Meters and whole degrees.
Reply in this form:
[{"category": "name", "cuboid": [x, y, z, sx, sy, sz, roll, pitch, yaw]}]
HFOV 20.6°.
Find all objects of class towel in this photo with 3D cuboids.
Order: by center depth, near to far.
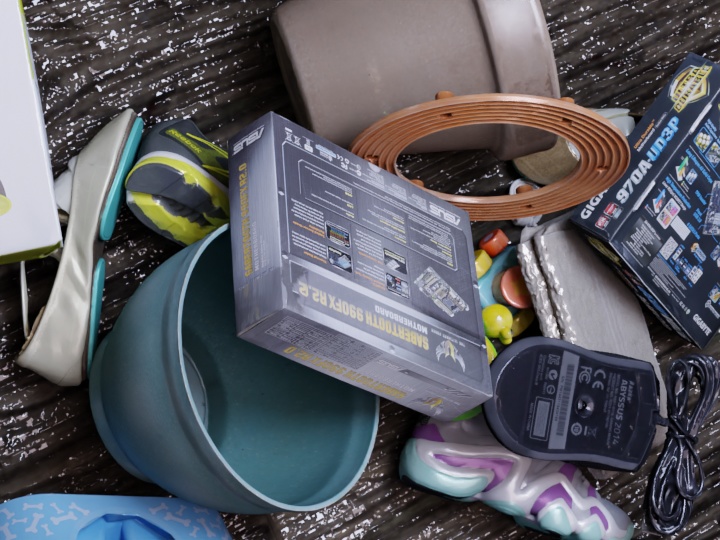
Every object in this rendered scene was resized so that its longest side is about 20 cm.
[{"category": "towel", "cuboid": [0.181, 0.052, 1.527, 0.132, 0.034, 0.200, -20, 94, -57]}]

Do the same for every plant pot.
[{"category": "plant pot", "cuboid": [-0.100, 0.078, 1.367, 0.200, 0.134, 0.201, 24, 58, -44]}, {"category": "plant pot", "cuboid": [0.033, -0.157, 1.441, 0.174, 0.200, 0.201, -18, 95, -6]}]

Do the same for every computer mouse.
[{"category": "computer mouse", "cuboid": [0.163, 0.106, 1.444, 0.200, 0.053, 0.139, 18, 83, -26]}]

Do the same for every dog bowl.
[{"category": "dog bowl", "cuboid": [-0.177, 0.199, 1.364, 0.200, 0.112, 0.050, 4, 49, -24]}]

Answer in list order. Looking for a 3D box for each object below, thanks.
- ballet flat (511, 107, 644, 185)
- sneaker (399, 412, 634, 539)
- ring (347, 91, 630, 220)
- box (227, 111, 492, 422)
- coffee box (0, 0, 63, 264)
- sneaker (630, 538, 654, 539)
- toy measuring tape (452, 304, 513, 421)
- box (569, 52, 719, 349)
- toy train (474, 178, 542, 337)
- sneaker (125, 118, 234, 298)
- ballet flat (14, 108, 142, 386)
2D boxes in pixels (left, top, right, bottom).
[{"category": "ballet flat", "cuboid": [0.218, -0.099, 1.565, 0.200, 0.072, 0.068, 3, 74, -23]}, {"category": "sneaker", "cuboid": [0.138, 0.125, 1.518, 0.200, 0.078, 0.140, 22, 80, -22]}, {"category": "ring", "cuboid": [0.089, -0.082, 1.399, 0.200, 0.200, 0.019, 9, 67, -23]}, {"category": "box", "cuboid": [0.000, 0.000, 1.357, 0.200, 0.048, 0.159, 24, 48, -38]}, {"category": "coffee box", "cuboid": [-0.300, -0.091, 1.250, 0.199, 0.200, 0.198, -10, 91, -9]}, {"category": "sneaker", "cuboid": [0.162, 0.282, 1.532, 0.200, 0.076, 0.116, -14, 98, -13]}, {"category": "toy measuring tape", "cuboid": [0.039, 0.099, 1.444, 0.200, 0.074, 0.074, -40, 103, -10]}, {"category": "box", "cuboid": [0.260, -0.049, 1.529, 0.159, 0.046, 0.200, -54, 139, -4]}, {"category": "toy train", "cuboid": [0.065, -0.014, 1.505, 0.200, 0.056, 0.151, -3, 89, -23]}, {"category": "sneaker", "cuboid": [-0.083, -0.040, 1.432, 0.200, 0.074, 0.085, 42, 34, -33]}, {"category": "ballet flat", "cuboid": [-0.202, -0.020, 1.389, 0.069, 0.069, 0.200, 13, 83, -22]}]
